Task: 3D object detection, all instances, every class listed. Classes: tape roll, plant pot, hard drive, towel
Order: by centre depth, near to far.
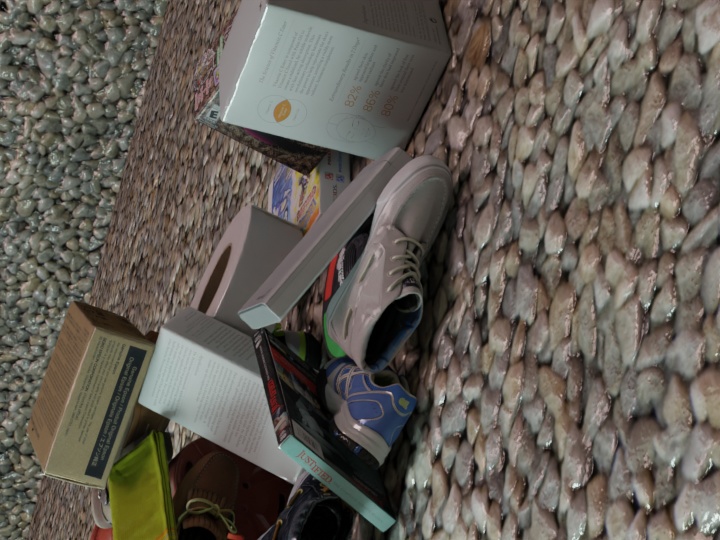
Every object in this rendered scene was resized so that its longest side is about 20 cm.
[{"bbox_3d":[-0.035,-0.029,1.433,0.200,0.027,0.132,-50,8,-15],"label":"hard drive"},{"bbox_3d":[-0.227,0.263,1.522,0.086,0.018,0.201,-37,42,21],"label":"towel"},{"bbox_3d":[-0.186,0.299,1.706,0.195,0.200,0.202,-50,32,42],"label":"plant pot"},{"bbox_3d":[-0.140,0.029,1.709,0.203,0.070,0.203,-60,14,26],"label":"tape roll"}]

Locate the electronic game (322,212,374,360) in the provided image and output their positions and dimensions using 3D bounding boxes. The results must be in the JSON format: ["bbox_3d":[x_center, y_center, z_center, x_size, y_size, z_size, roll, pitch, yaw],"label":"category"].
[{"bbox_3d":[0.000,0.000,1.547,0.200,0.041,0.201,-168,90,-72],"label":"electronic game"}]

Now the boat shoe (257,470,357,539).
[{"bbox_3d":[-0.030,0.227,1.377,0.091,0.071,0.200,-38,6,37],"label":"boat shoe"}]

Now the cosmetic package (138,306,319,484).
[{"bbox_3d":[-0.126,0.132,1.582,0.071,0.199,0.102,-41,-25,-63],"label":"cosmetic package"}]

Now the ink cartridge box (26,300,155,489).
[{"bbox_3d":[-0.300,0.132,1.627,0.166,0.075,0.200,-71,20,2],"label":"ink cartridge box"}]

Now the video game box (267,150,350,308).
[{"bbox_3d":[-0.065,-0.081,1.801,0.200,0.046,0.183,124,150,-50],"label":"video game box"}]

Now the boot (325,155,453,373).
[{"bbox_3d":[0.042,-0.002,1.364,0.201,0.073,0.096,-64,31,13],"label":"boot"}]

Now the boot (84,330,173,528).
[{"bbox_3d":[-0.264,0.186,1.673,0.146,0.070,0.201,-43,37,35],"label":"boot"}]

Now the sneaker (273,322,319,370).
[{"bbox_3d":[-0.112,0.148,1.726,0.072,0.082,0.201,-114,39,-62],"label":"sneaker"}]

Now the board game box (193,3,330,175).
[{"bbox_3d":[-0.069,-0.231,1.651,0.200,0.159,0.097,-48,32,32],"label":"board game box"}]

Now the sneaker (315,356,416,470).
[{"bbox_3d":[0.010,0.122,1.415,0.077,0.076,0.200,-48,19,4],"label":"sneaker"}]

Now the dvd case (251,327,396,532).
[{"bbox_3d":[-0.038,0.148,1.414,0.022,0.146,0.200,-42,28,9],"label":"dvd case"}]

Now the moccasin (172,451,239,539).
[{"bbox_3d":[-0.168,0.274,1.529,0.078,0.074,0.202,-31,25,45],"label":"moccasin"}]

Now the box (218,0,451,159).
[{"bbox_3d":[-0.030,-0.219,1.526,0.107,0.199,0.153,-97,27,-47],"label":"box"}]
